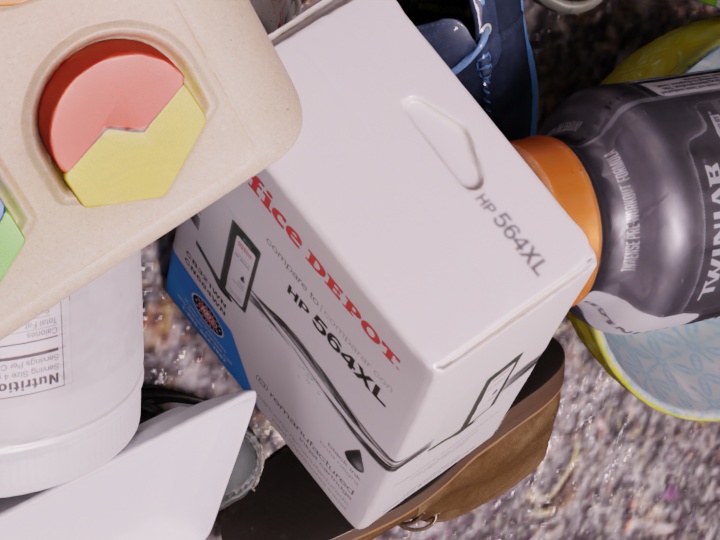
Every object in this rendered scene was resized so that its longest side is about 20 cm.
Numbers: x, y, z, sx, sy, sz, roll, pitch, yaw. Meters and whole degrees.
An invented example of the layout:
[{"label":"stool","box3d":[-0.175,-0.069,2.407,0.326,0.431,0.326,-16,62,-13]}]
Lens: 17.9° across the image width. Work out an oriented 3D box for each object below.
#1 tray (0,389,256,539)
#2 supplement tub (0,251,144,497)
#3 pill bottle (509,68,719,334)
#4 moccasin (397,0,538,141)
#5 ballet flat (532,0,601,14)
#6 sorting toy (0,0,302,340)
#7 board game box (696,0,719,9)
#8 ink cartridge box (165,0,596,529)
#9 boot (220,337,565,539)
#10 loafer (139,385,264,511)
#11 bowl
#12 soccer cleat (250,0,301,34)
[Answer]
[{"label":"tray","box3d":[-0.133,0.111,0.904,0.200,0.022,0.107,-25,152,-35]},{"label":"supplement tub","box3d":[-0.148,-0.031,0.860,0.132,0.132,0.200,-17,120,-32]},{"label":"pill bottle","box3d":[0.143,-0.031,0.971,0.200,0.106,0.106,-11,116,-29]},{"label":"moccasin","box3d":[0.029,-0.110,1.008,0.068,0.080,0.200,-19,109,-48]},{"label":"ballet flat","box3d":[0.102,-0.211,1.014,0.067,0.064,0.200,0,113,-12]},{"label":"sorting toy","box3d":[-0.129,-0.063,0.753,0.200,0.036,0.185,-36,124,-11]},{"label":"board game box","box3d":[0.211,-0.172,1.034,0.105,0.200,0.103,-19,121,-32]},{"label":"ink cartridge box","box3d":[0.000,0.000,0.921,0.084,0.146,0.200,-34,165,-20]},{"label":"boot","box3d":[0.022,0.104,1.102,0.200,0.074,0.076,-28,135,-28]},{"label":"loafer","box3d":[-0.117,0.086,0.975,0.200,0.063,0.072,5,91,-39]},{"label":"bowl","box3d":[0.159,-0.038,1.112,0.200,0.108,0.201,-13,115,-30]},{"label":"soccer cleat","box3d":[-0.046,-0.125,0.928,0.200,0.085,0.069,-52,132,-7]}]
